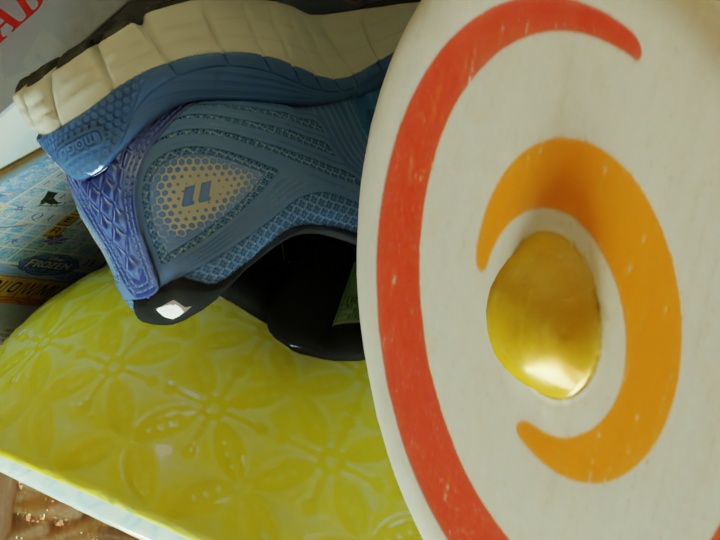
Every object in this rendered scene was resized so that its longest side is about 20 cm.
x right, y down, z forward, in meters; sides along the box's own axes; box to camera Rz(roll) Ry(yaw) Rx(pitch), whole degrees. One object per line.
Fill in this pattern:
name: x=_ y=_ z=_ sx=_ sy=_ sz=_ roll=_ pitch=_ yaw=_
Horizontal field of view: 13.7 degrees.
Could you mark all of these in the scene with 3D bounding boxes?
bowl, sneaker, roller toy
bowl: x=-0.007 y=0.041 z=0.849 sx=0.200 sy=0.108 sz=0.200 roll=24 pitch=172 yaw=4
sneaker: x=0.000 y=-0.020 z=0.772 sx=0.200 sy=0.089 sz=0.078 roll=-9 pitch=169 yaw=-46
roller toy: x=0.089 y=0.003 z=0.652 sx=0.140 sy=0.183 sz=0.200 roll=-7 pitch=170 yaw=-32

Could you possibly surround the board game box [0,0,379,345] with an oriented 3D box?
board game box: x=-0.057 y=-0.047 z=0.839 sx=0.041 sy=0.199 sz=0.200 roll=56 pitch=-164 yaw=18
